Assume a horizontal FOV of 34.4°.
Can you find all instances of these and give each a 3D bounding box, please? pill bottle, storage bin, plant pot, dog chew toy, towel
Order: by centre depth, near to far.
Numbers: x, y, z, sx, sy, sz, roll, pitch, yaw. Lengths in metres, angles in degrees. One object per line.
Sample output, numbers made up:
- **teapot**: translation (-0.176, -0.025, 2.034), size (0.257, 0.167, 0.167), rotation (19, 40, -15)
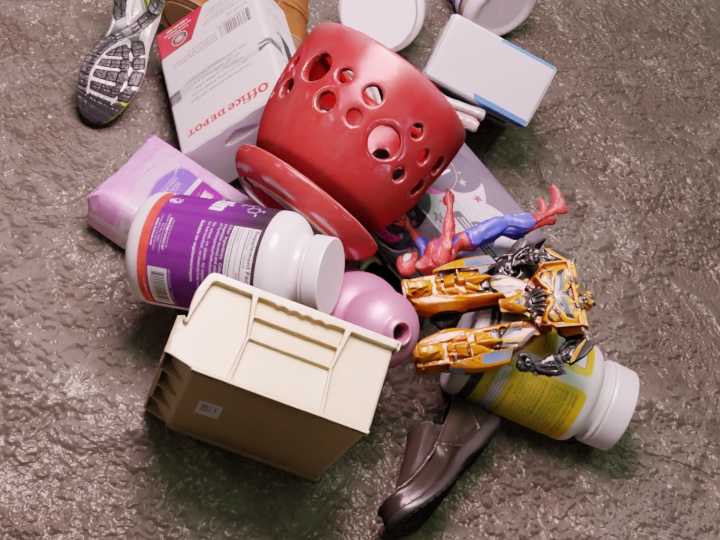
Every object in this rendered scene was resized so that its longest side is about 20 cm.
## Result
- **storage bin**: translation (-0.092, 0.106, 1.104), size (0.197, 0.200, 0.094), rotation (21, 64, -8)
- **pill bottle**: translation (-0.120, -0.009, 1.133), size (0.198, 0.113, 0.113), rotation (9, 46, 17)
- **dog chew toy**: translation (-0.010, 0.054, 1.189), size (0.123, 0.199, 0.126), rotation (-2, 94, -31)
- **plant pot**: translation (-0.020, -0.126, 1.210), size (0.200, 0.200, 0.183), rotation (37, 83, 6)
- **pill bottle**: translation (0.199, 0.118, 1.290), size (0.198, 0.115, 0.115), rotation (24, 49, -5)
- **towel**: translation (0.062, -0.231, 1.471), size (0.190, 0.032, 0.200), rotation (26, 8, -4)
- **pill bottle**: translation (0.030, -0.341, 1.509), size (0.113, 0.114, 0.200), rotation (27, 16, -3)
- **pill bottle**: translation (0.168, -0.449, 1.706), size (0.115, 0.116, 0.201), rotation (-7, 57, -28)

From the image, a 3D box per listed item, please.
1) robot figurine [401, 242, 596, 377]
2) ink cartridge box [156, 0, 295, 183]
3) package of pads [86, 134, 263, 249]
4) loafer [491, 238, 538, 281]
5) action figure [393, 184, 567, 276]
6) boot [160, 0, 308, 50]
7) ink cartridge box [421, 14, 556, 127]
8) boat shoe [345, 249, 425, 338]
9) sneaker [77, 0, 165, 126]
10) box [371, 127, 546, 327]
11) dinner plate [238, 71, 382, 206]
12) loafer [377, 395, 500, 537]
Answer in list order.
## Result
- **robot figurine**: translation (0.147, 0.044, 1.203), size (0.198, 0.058, 0.146), rotation (-10, 69, 1)
- **ink cartridge box**: translation (-0.146, -0.221, 1.358), size (0.084, 0.143, 0.201), rotation (40, 27, -50)
- **package of pads**: translation (-0.188, -0.049, 1.271), size (0.199, 0.076, 0.121), rotation (34, 53, 3)
- **loafer**: translation (0.205, 0.020, 1.333), size (0.072, 0.200, 0.073), rotation (22, 88, 24)
- **action figure**: translation (0.115, -0.059, 1.269), size (0.199, 0.065, 0.100), rotation (-26, 77, -18)
- **boot**: translation (-0.159, -0.338, 1.508), size (0.199, 0.074, 0.156), rotation (26, 49, -20)
- **ink cartridge box**: translation (0.157, -0.252, 1.502), size (0.144, 0.084, 0.200), rotation (27, 6, -3)
- **boat shoe**: translation (0.000, 0.000, 1.317), size (0.200, 0.074, 0.074), rotation (39, 49, 8)
- **sneaker**: translation (-0.281, -0.255, 1.390), size (0.073, 0.081, 0.202), rotation (21, 68, -4)
- **box**: translation (0.095, -0.059, 1.377), size (0.132, 0.115, 0.200), rotation (-26, 68, -36)
- **dinner plate**: translation (-0.062, -0.160, 1.368), size (0.201, 0.199, 0.024), rotation (62, 14, 25)
- **loafer**: translation (0.070, 0.200, 1.207), size (0.071, 0.073, 0.200), rotation (38, 40, 13)
